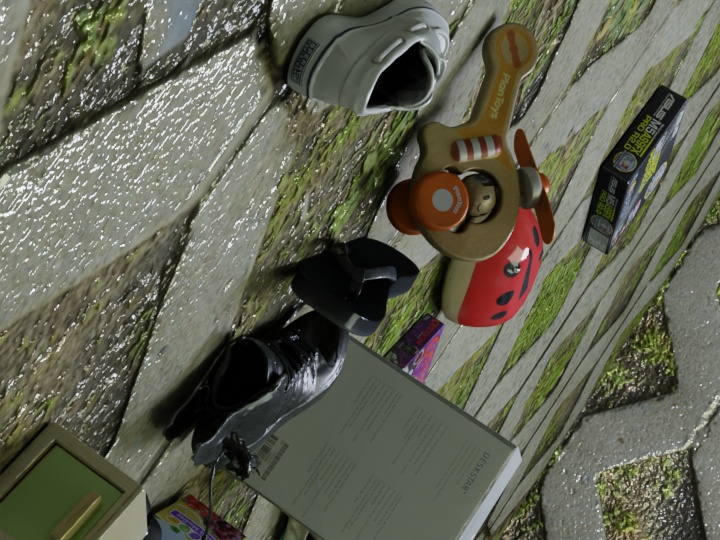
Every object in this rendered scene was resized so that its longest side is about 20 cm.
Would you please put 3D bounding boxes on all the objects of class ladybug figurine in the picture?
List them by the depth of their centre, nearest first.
[{"bbox_3d":[0.142,-0.004,1.652,0.136,0.072,0.201,-52,163,-20],"label":"ladybug figurine"}]

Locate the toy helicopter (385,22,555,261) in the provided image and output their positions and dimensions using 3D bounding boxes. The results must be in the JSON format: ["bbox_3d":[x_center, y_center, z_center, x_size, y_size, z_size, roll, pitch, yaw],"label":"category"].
[{"bbox_3d":[0.111,-0.104,1.299,0.079,0.131,0.202,172,-63,-73],"label":"toy helicopter"}]

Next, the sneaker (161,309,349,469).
[{"bbox_3d":[-0.071,0.080,1.181,0.200,0.060,0.105,-44,163,-29],"label":"sneaker"}]

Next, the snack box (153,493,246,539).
[{"bbox_3d":[-0.187,0.277,1.188,0.200,0.067,0.170,-19,139,-63],"label":"snack box"}]

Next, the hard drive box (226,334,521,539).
[{"bbox_3d":[0.013,0.165,1.341,0.157,0.199,0.077,-54,164,-8],"label":"hard drive box"}]

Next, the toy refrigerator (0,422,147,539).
[{"bbox_3d":[-0.216,0.190,0.920,0.200,0.076,0.070,-48,161,-31],"label":"toy refrigerator"}]

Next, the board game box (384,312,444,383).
[{"bbox_3d":[0.027,0.149,1.678,0.120,0.032,0.201,-49,162,-43],"label":"board game box"}]

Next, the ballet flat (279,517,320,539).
[{"bbox_3d":[-0.046,0.261,1.597,0.068,0.062,0.201,-47,161,-32],"label":"ballet flat"}]

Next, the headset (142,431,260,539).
[{"bbox_3d":[-0.147,0.188,1.050,0.200,0.124,0.094,-43,-162,-2],"label":"headset"}]

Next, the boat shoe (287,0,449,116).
[{"bbox_3d":[0.022,-0.133,1.053,0.200,0.065,0.074,-31,149,-58],"label":"boat shoe"}]

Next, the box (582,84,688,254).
[{"bbox_3d":[0.375,-0.135,2.168,0.161,0.044,0.201,-51,163,-23],"label":"box"}]

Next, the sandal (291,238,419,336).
[{"bbox_3d":[0.000,0.000,1.236,0.043,0.076,0.200,-61,175,19],"label":"sandal"}]
